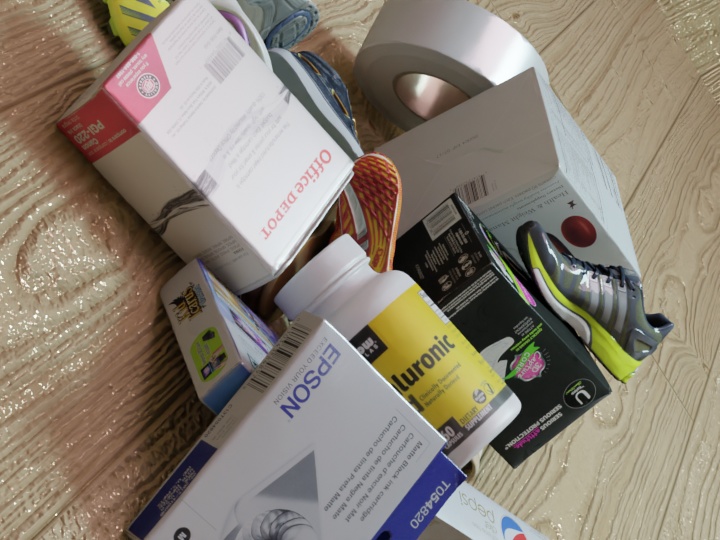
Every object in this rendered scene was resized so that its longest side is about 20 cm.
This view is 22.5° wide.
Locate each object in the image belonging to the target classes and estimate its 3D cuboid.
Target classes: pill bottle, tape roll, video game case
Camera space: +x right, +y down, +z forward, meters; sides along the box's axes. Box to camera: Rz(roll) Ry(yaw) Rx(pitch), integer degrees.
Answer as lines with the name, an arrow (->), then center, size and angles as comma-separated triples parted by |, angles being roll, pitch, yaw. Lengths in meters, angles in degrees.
pill bottle -> 0.025, 0.071, 1.454 | 0.200, 0.111, 0.111 | 48, 23, 4
tape roll -> 0.094, -0.204, 1.912 | 0.202, 0.202, 0.071 | 42, 64, -34
video game case -> -0.060, 0.102, 1.371 | 0.200, 0.045, 0.181 | 46, 6, -28

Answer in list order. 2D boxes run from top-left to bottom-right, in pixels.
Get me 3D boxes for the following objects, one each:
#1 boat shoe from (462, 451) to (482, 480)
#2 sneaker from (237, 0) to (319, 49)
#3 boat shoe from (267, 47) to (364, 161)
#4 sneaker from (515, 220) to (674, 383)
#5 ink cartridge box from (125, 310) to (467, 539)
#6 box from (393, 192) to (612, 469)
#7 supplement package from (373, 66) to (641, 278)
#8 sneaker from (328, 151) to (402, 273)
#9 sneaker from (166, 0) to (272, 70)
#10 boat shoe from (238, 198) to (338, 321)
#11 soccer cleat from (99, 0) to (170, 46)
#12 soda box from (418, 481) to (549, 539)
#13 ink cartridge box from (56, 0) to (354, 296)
boat shoe -> 0.043, 0.111, 1.608 | 0.200, 0.072, 0.065 | 46, 33, -28
sneaker -> -0.093, -0.271, 1.714 | 0.087, 0.074, 0.200 | 56, -11, 23
boat shoe -> -0.027, -0.129, 1.741 | 0.201, 0.071, 0.091 | 60, 28, 7
sneaker -> 0.221, 0.016, 1.728 | 0.200, 0.081, 0.074 | 46, 10, -28
ink cartridge box -> -0.031, 0.166, 1.268 | 0.200, 0.200, 0.041 | 45, -14, -29
box -> 0.118, 0.057, 1.715 | 0.200, 0.124, 0.149 | 46, 11, -29
supplement package -> 0.150, -0.060, 1.845 | 0.200, 0.191, 0.148 | 45, 27, -43
sneaker -> 0.000, 0.000, 1.546 | 0.073, 0.201, 0.077 | 17, 3, 5
sneaker -> -0.134, -0.241, 1.654 | 0.201, 0.075, 0.100 | 57, 24, -5
boat shoe -> -0.065, -0.024, 1.560 | 0.070, 0.071, 0.200 | 24, 32, 10
soccer cleat -> -0.151, -0.184, 1.543 | 0.201, 0.083, 0.065 | 61, 23, 2
soda box -> 0.089, 0.234, 1.557 | 0.200, 0.068, 0.064 | 37, 32, -42
ink cartridge box -> -0.119, -0.098, 1.437 | 0.200, 0.085, 0.146 | 47, 50, -14
